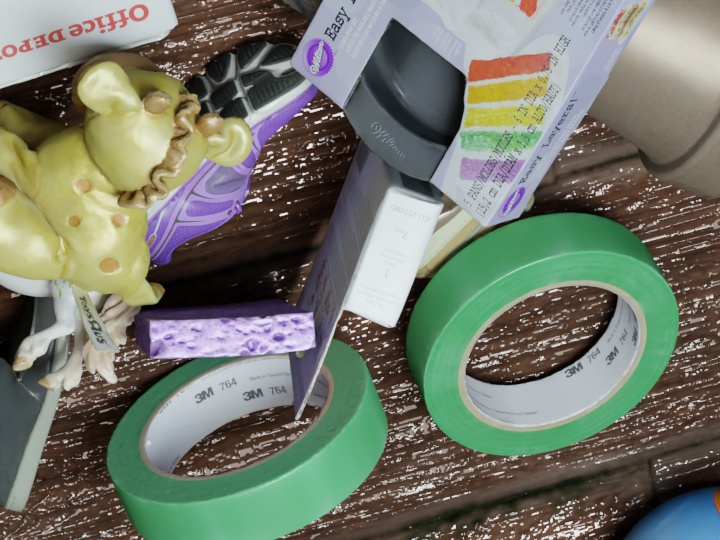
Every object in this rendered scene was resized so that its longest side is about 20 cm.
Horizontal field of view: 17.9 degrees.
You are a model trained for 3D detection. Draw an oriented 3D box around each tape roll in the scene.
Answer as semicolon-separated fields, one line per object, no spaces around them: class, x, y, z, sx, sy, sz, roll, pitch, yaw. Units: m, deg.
tape roll;0.136;0.050;1.703;0.200;0.048;0.201;-11;133;-12
tape roll;-0.082;0.121;1.643;0.200;0.201;0.048;-22;119;0

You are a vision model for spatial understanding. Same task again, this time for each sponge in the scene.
sponge;-0.099;0.041;1.603;0.111;0.200;0.030;-4;92;-9

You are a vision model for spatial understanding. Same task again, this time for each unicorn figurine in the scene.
unicorn figurine;-0.242;-0.004;1.593;0.200;0.074;0.138;24;81;-3

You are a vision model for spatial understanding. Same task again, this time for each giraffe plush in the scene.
giraffe plush;-0.170;-0.074;1.488;0.162;0.200;0.172;-51;158;26

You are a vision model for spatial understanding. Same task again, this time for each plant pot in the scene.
plant pot;0.189;-0.167;1.520;0.174;0.200;0.201;17;112;-14

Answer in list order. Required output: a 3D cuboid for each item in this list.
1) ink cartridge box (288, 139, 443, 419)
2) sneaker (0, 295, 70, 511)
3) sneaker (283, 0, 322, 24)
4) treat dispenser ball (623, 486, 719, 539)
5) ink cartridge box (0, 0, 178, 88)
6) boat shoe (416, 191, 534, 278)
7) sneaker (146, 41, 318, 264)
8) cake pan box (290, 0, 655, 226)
ink cartridge box;0.000;0.000;1.587;0.043;0.200;0.174;18;105;-9
sneaker;-0.274;0.080;1.653;0.106;0.075;0.200;12;110;-14
sneaker;0.035;-0.167;1.575;0.200;0.088;0.081;17;112;-10
treat dispenser ball;0.290;0.270;1.793;0.200;0.201;0.201;-5;117;-9
ink cartridge box;-0.219;-0.238;1.500;0.144;0.084;0.200;-17;118;-3
boat shoe;0.100;-0.071;1.666;0.076;0.072;0.200;25;122;-36
sneaker;-0.100;-0.082;1.621;0.200;0.081;0.083;-41;130;20
cake pan box;0.068;-0.154;1.455;0.052;0.184;0.200;-16;143;-55
